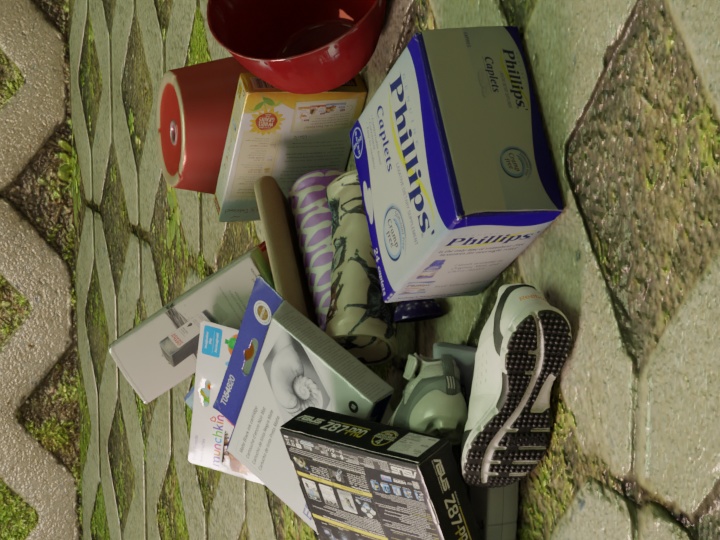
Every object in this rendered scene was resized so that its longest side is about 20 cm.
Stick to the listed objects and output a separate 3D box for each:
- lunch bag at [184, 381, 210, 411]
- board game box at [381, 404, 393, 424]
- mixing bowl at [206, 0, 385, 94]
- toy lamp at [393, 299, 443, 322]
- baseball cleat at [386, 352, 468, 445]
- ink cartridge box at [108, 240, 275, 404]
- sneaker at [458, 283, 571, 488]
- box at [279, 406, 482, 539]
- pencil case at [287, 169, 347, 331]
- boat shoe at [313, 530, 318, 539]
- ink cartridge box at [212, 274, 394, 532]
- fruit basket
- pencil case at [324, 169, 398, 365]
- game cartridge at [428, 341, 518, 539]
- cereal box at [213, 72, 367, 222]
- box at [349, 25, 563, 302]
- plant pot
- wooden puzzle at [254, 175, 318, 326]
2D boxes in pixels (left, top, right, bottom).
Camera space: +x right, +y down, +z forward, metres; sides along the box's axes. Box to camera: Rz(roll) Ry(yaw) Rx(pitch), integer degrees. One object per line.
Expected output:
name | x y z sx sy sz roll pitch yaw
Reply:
lunch bag | -0.121 0.122 1.890 0.083 0.161 0.200 51 150 4
board game box | 0.040 0.253 1.605 0.135 0.034 0.201 90 164 -52
mixing bowl | -0.055 -0.264 1.649 0.109 0.199 0.201 66 -178 -51
toy lamp | 0.046 -0.050 1.558 0.058 0.058 0.201 157 107 -68
baseball cleat | 0.057 0.144 1.471 0.200 0.069 0.107 129 148 -54
ink cartridge box | -0.179 0.058 1.782 0.085 0.199 0.146 58 -173 -4
sneaker | 0.131 0.102 1.348 0.080 0.073 0.201 -114 36 -56
box | 0.023 0.219 1.441 0.199 0.049 0.162 6 120 48
pencil case | -0.022 -0.016 1.701 0.084 0.085 0.201 109 149 -59
boat shoe | -0.052 0.229 1.853 0.074 0.063 0.203 -162 68 -66
ink cartridge box | -0.075 0.139 1.587 0.200 0.041 0.200 39 129 24
fruit basket | -0.096 0.164 1.697 0.094 0.199 0.186 -59 -20 -64
pencil case | 0.000 0.000 1.602 0.089 0.077 0.201 -33 49 54
game cartridge | 0.106 0.172 1.458 0.133 0.041 0.201 -173 80 -73
cereal box | -0.084 -0.140 1.764 0.201 0.143 0.040 109 150 -44
box | 0.080 -0.093 1.391 0.200 0.104 0.185 129 133 -60
plant pot | -0.150 -0.175 1.887 0.200 0.176 0.202 176 90 -69
wooden puzzle | -0.071 0.010 1.757 0.200 0.037 0.186 51 -157 -64
